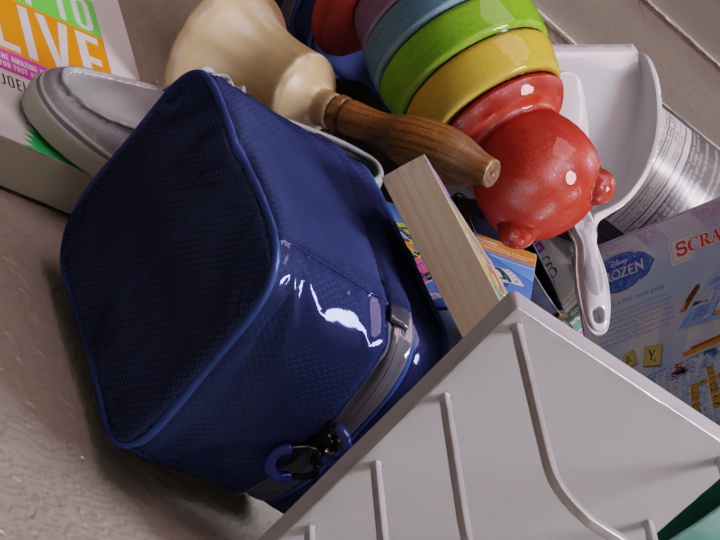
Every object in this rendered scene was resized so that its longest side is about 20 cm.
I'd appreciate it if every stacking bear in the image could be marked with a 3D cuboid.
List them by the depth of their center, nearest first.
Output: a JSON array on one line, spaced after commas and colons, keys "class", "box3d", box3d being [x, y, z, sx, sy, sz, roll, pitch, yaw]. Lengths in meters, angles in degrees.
[{"class": "stacking bear", "box3d": [0.069, -0.105, 1.170, 0.201, 0.121, 0.114, 59, -11, 20]}]

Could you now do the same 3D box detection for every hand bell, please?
[{"class": "hand bell", "box3d": [-0.006, -0.085, 1.137, 0.199, 0.105, 0.104, 25, 10, 33]}]

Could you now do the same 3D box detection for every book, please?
[{"class": "book", "box3d": [-0.185, -0.111, 1.125, 0.133, 0.048, 0.201, 24, 31, -38]}]

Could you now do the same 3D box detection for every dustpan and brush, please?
[{"class": "dustpan and brush", "box3d": [0.131, -0.054, 1.252, 0.138, 0.057, 0.202, -2, 78, -13]}]

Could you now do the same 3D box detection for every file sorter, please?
[{"class": "file sorter", "box3d": [0.056, 0.142, 0.855, 0.138, 0.200, 0.125, 32, 27, -24]}]

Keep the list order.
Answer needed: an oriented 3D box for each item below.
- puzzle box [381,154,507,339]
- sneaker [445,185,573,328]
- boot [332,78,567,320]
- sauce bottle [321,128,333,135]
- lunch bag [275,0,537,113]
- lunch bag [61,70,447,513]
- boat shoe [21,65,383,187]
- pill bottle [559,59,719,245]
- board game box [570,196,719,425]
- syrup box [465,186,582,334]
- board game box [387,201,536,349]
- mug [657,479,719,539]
[{"class": "puzzle box", "box3d": [0.068, 0.029, 1.011, 0.134, 0.025, 0.200, 63, 5, 17]}, {"class": "sneaker", "box3d": [0.068, -0.010, 1.325, 0.080, 0.070, 0.201, -9, 63, -49]}, {"class": "boot", "box3d": [0.052, -0.036, 1.228, 0.201, 0.096, 0.075, 69, 16, 1]}, {"class": "sauce bottle", "box3d": [-0.032, -0.070, 1.286, 0.065, 0.065, 0.200, 40, 20, -7]}, {"class": "lunch bag", "box3d": [0.024, -0.180, 1.353, 0.200, 0.136, 0.132, 31, 16, -49]}, {"class": "lunch bag", "box3d": [-0.045, 0.019, 0.969, 0.132, 0.136, 0.201, 25, 29, -37]}, {"class": "boat shoe", "box3d": [-0.079, -0.074, 1.077, 0.200, 0.072, 0.070, 22, 34, -20]}, {"class": "pill bottle", "box3d": [0.184, -0.061, 1.365, 0.200, 0.111, 0.111, 36, 22, -18]}, {"class": "board game box", "box3d": [0.234, 0.054, 1.244, 0.041, 0.199, 0.201, 20, 57, -47]}, {"class": "syrup box", "box3d": [0.098, -0.029, 1.416, 0.081, 0.079, 0.200, 17, 33, -49]}, {"class": "board game box", "box3d": [0.000, 0.000, 1.133, 0.199, 0.019, 0.103, 19, 49, -7]}, {"class": "mug", "box3d": [0.171, 0.188, 1.063, 0.115, 0.184, 0.152, 58, 2, 0]}]
